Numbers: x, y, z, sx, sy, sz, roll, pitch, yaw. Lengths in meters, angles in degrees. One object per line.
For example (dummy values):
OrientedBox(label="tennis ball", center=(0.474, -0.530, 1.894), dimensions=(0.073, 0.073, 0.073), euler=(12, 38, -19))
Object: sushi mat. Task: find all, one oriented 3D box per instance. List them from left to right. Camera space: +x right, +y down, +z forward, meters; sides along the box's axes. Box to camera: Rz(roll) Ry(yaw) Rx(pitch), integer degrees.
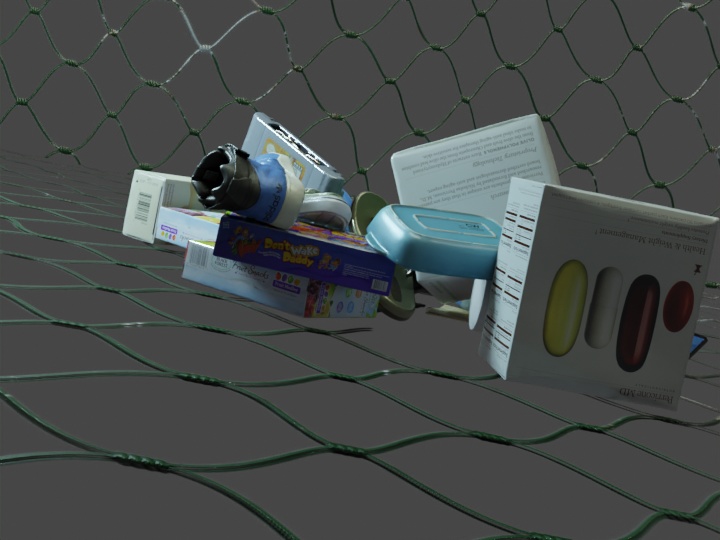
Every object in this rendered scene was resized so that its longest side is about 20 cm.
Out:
OrientedBox(label="sushi mat", center=(0.190, 0.073, 1.673), dimensions=(0.198, 0.012, 0.096), euler=(13, 6, 18))

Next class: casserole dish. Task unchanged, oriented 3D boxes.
OrientedBox(label="casserole dish", center=(0.101, -0.034, 1.414), dimensions=(0.198, 0.039, 0.121), euler=(7, 24, -27))

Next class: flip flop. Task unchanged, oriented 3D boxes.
OrientedBox(label="flip flop", center=(0.037, -0.026, 1.598), dimensions=(0.080, 0.058, 0.201), euler=(15, 42, -26))

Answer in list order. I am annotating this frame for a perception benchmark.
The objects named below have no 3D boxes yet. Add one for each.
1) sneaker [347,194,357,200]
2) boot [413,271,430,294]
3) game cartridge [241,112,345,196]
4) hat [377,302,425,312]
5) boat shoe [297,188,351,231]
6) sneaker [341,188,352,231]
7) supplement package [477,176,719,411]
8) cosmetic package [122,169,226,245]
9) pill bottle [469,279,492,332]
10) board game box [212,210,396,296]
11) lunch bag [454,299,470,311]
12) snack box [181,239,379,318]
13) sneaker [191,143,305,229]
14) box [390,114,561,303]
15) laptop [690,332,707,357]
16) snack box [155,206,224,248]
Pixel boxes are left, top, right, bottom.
OrientedBox(label="sneaker", center=(-0.051, -0.028, 1.973), dimensions=(0.076, 0.115, 0.199), euler=(18, 35, 19))
OrientedBox(label="boot", center=(0.034, -0.010, 1.908), dimensions=(0.153, 0.074, 0.203), euler=(13, -1, 41))
OrientedBox(label="game cartridge", center=(-0.105, -0.110, 1.697), dimensions=(0.041, 0.134, 0.200), euler=(6, 26, -45))
OrientedBox(label="hat", center=(0.000, 0.000, 1.666), dimensions=(0.199, 0.082, 0.201), euler=(12, 6, -1))
OrientedBox(label="boat shoe", center=(-0.071, -0.071, 1.561), dimensions=(0.072, 0.063, 0.199), euler=(24, -20, -25))
OrientedBox(label="sneaker", center=(-0.036, -0.075, 1.882), dimensions=(0.065, 0.079, 0.201), euler=(-1, 41, 1))
OrientedBox(label="supplement package", center=(0.244, 0.021, 1.323), dimensions=(0.189, 0.202, 0.147), euler=(10, 6, -7))
OrientedBox(label="cosmetic package", center=(-0.266, -0.091, 1.954), dimensions=(0.071, 0.106, 0.199), euler=(17, 9, 34))
OrientedBox(label="pill bottle", center=(0.234, 0.047, 1.494), dimensions=(0.198, 0.113, 0.112), euler=(11, 5, -5))
OrientedBox(label="board game box", center=(-0.060, -0.024, 1.435), dimensions=(0.198, 0.045, 0.135), euler=(13, 8, -2))
OrientedBox(label="lunch bag", center=(0.183, 0.000, 1.843), dimensions=(0.160, 0.077, 0.199), euler=(47, 25, 25))
OrientedBox(label="snack box", center=(-0.094, 0.010, 1.508), dimensions=(0.199, 0.054, 0.142), euler=(17, 10, 36))
OrientedBox(label="sneaker", center=(-0.136, -0.105, 1.423), dimensions=(0.110, 0.077, 0.200), euler=(20, 12, -19))
OrientedBox(label="box", center=(0.164, -0.072, 1.622), dimensions=(0.198, 0.173, 0.199), euler=(-15, -13, 10))
OrientedBox(label="laptop", center=(0.353, 0.049, 1.659), dimensions=(0.176, 0.104, 0.201), euler=(19, -27, 30))
OrientedBox(label="snack box", center=(-0.180, -0.045, 1.823), dimensions=(0.141, 0.054, 0.199), euler=(7, 8, -46))
